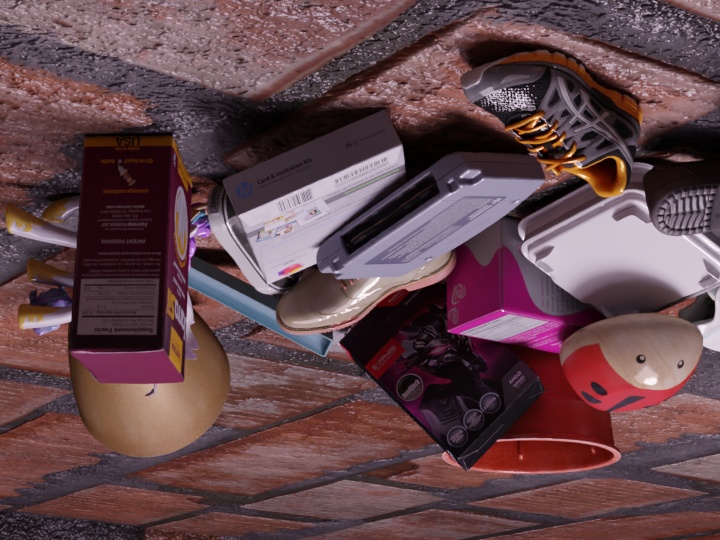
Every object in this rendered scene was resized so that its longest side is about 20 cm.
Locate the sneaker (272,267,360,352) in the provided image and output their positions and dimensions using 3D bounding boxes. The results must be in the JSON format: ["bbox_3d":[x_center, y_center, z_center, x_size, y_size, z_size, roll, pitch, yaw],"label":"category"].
[{"bbox_3d":[-0.024,0.053,1.849,0.081,0.075,0.200,19,172,30],"label":"sneaker"}]

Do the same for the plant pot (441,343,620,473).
[{"bbox_3d":[0.190,0.114,1.867,0.198,0.197,0.201,0,163,0],"label":"plant pot"}]

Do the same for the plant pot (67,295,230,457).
[{"bbox_3d":[-0.255,0.083,1.862,0.184,0.188,0.201,-1,149,7],"label":"plant pot"}]

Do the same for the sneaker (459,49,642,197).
[{"bbox_3d":[0.160,-0.119,1.338,0.199,0.078,0.078,17,158,-38],"label":"sneaker"}]

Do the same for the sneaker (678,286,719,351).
[{"bbox_3d":[0.387,0.008,1.633,0.080,0.071,0.201,13,128,-20],"label":"sneaker"}]

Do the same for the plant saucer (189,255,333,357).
[{"bbox_3d":[-0.119,0.034,1.799,0.199,0.019,0.070,28,161,1],"label":"plant saucer"}]

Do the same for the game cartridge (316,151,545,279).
[{"bbox_3d":[0.067,-0.050,1.518,0.199,0.042,0.133,-34,164,37],"label":"game cartridge"}]

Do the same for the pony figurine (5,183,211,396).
[{"bbox_3d":[-0.235,0.011,1.619,0.198,0.195,0.167,-2,-165,7],"label":"pony figurine"}]

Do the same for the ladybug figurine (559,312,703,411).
[{"bbox_3d":[0.271,0.097,1.672,0.134,0.073,0.200,5,163,-9],"label":"ladybug figurine"}]

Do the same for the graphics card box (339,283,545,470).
[{"bbox_3d":[0.086,0.102,1.777,0.125,0.200,0.051,-43,153,-6],"label":"graphics card box"}]

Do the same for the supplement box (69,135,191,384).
[{"bbox_3d":[-0.204,-0.008,1.492,0.085,0.202,0.110,-1,162,4],"label":"supplement box"}]

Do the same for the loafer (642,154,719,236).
[{"bbox_3d":[0.341,-0.080,1.493,0.198,0.071,0.074,-1,128,-22],"label":"loafer"}]

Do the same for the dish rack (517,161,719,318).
[{"bbox_3d":[0.260,-0.015,1.597,0.171,0.044,0.199,34,146,-20],"label":"dish rack"}]

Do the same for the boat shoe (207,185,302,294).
[{"bbox_3d":[-0.087,-0.028,1.643,0.063,0.071,0.200,-4,160,17],"label":"boat shoe"}]

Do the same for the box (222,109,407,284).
[{"bbox_3d":[-0.033,-0.062,1.493,0.155,0.041,0.200,-24,161,-3],"label":"box"}]

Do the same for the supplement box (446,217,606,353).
[{"bbox_3d":[0.196,0.021,1.731,0.198,0.102,0.103,13,159,-31],"label":"supplement box"}]

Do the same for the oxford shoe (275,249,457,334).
[{"bbox_3d":[0.000,0.000,1.685,0.199,0.071,0.074,-27,154,-2],"label":"oxford shoe"}]
